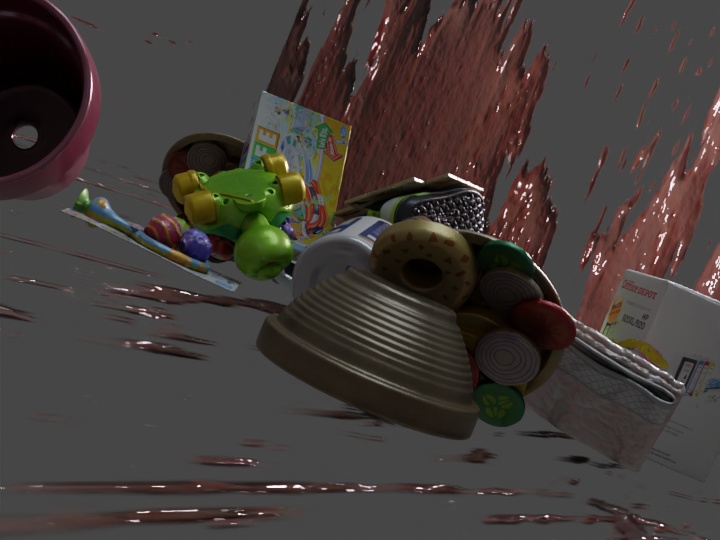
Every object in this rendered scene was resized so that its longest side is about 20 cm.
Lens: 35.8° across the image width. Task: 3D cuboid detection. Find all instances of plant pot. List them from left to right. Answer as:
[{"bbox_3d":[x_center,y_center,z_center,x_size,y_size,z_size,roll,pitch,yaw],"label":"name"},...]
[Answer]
[{"bbox_3d":[-0.346,-0.154,1.100,0.198,0.202,0.179,23,-11,3],"label":"plant pot"},{"bbox_3d":[0.019,0.059,0.941,0.199,0.094,0.201,24,4,-2],"label":"plant pot"}]

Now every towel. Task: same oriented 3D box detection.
[{"bbox_3d":[0.208,0.111,1.101,0.199,0.032,0.192,32,-25,16],"label":"towel"}]

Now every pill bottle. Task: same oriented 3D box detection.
[{"bbox_3d":[0.000,0.000,1.249,0.110,0.112,0.200,23,15,8],"label":"pill bottle"}]

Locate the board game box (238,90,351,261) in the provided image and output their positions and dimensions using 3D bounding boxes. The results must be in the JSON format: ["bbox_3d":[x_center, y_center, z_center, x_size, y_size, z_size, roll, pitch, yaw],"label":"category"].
[{"bbox_3d":[-0.093,-0.119,1.452,0.133,0.202,0.034,19,-25,-20],"label":"board game box"}]

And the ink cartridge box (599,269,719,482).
[{"bbox_3d":[0.368,0.121,1.352,0.143,0.202,0.147,22,3,-9],"label":"ink cartridge box"}]

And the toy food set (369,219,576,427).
[{"bbox_3d":[0.095,0.048,1.021,0.196,0.202,0.049,18,37,10],"label":"toy food set"}]

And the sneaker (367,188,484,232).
[{"bbox_3d":[0.085,-0.075,1.433,0.082,0.073,0.199,10,5,39],"label":"sneaker"}]

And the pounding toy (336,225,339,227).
[{"bbox_3d":[0.045,0.002,1.503,0.182,0.143,0.200,23,4,2],"label":"pounding toy"}]

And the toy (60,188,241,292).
[{"bbox_3d":[-0.217,-0.040,1.219,0.198,0.048,0.115,23,4,-3],"label":"toy"}]

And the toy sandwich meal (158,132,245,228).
[{"bbox_3d":[-0.187,-0.094,1.521,0.203,0.206,0.071,23,42,1],"label":"toy sandwich meal"}]

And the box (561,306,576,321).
[{"bbox_3d":[0.215,0.086,1.441,0.121,0.048,0.200,-19,18,-3],"label":"box"}]

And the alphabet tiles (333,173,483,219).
[{"bbox_3d":[0.065,-0.091,1.467,0.165,0.006,0.200,-17,-11,23],"label":"alphabet tiles"}]

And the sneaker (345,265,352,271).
[{"bbox_3d":[0.047,0.059,1.130,0.199,0.088,0.074,19,5,-44],"label":"sneaker"}]

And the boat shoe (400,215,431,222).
[{"bbox_3d":[0.088,0.035,1.099,0.075,0.202,0.072,-13,18,31],"label":"boat shoe"}]

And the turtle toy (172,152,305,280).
[{"bbox_3d":[-0.134,-0.059,1.305,0.144,0.102,0.200,-13,27,-15],"label":"turtle toy"}]

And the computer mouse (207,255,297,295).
[{"bbox_3d":[-0.091,0.008,1.389,0.198,0.044,0.110,19,-3,17],"label":"computer mouse"}]
